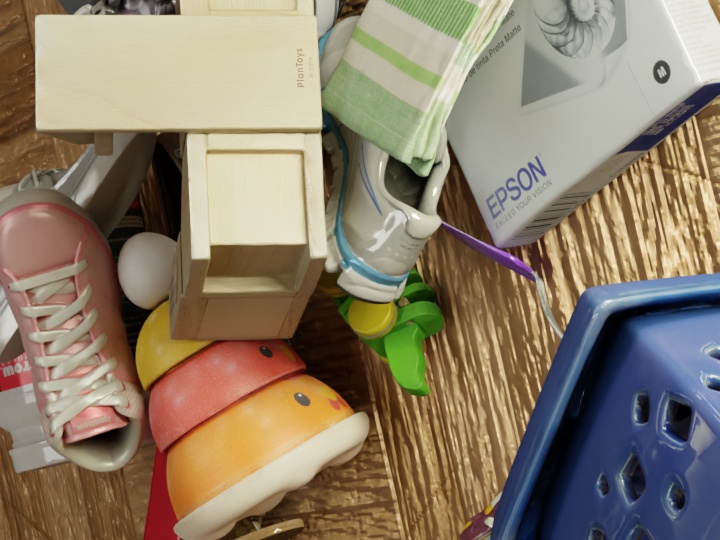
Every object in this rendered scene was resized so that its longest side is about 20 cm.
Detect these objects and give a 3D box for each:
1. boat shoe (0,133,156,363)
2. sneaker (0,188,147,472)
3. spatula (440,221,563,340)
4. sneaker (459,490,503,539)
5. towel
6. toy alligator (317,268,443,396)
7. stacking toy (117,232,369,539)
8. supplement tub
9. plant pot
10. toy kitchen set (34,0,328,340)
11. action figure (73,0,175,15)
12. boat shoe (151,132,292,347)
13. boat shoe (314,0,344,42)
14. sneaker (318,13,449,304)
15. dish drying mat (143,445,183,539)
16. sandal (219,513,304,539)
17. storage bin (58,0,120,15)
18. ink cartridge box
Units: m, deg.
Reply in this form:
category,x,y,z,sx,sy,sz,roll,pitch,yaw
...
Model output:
category,x,y,z,sx,sy,sz,roll,pitch,yaw
boat shoe,-0.212,-0.032,1.480,0.068,0.072,0.200,39,113,12
sneaker,-0.185,0.047,1.419,0.105,0.075,0.201,-112,7,-52
spatula,0.119,0.033,1.248,0.021,0.057,0.200,-46,64,5
sneaker,0.110,0.143,1.230,0.075,0.090,0.200,47,139,17
towel,0.051,-0.161,1.212,0.200,0.023,0.153,-63,27,8
toy alligator,0.000,0.000,1.386,0.054,0.059,0.200,-40,54,1
stacking toy,-0.100,0.063,1.417,0.146,0.146,0.200,-37,83,49
supplement tub,-0.214,0.037,1.588,0.140,0.140,0.200,-19,83,52
plant pot,0.188,0.108,1.061,0.180,0.200,0.200,50,134,42
toy kitchen set,-0.115,-0.076,1.317,0.180,0.163,0.201,116,153,-70
action figure,-0.112,-0.129,1.393,0.130,0.069,0.200,-19,122,22
boat shoe,-0.105,-0.003,1.496,0.072,0.072,0.200,-21,82,52
boat shoe,-0.019,-0.208,1.344,0.070,0.066,0.200,49,151,28
sneaker,0.020,-0.082,1.294,0.087,0.075,0.200,-46,41,42
dish drying mat,-0.132,0.160,1.506,0.077,0.018,0.201,-173,92,-69
sandal,-0.115,0.182,1.551,0.212,0.077,0.070,-38,68,55
storage bin,-0.120,-0.236,1.413,0.146,0.134,0.200,52,135,31
ink cartridge box,0.103,-0.144,1.227,0.200,0.041,0.200,-42,65,48
